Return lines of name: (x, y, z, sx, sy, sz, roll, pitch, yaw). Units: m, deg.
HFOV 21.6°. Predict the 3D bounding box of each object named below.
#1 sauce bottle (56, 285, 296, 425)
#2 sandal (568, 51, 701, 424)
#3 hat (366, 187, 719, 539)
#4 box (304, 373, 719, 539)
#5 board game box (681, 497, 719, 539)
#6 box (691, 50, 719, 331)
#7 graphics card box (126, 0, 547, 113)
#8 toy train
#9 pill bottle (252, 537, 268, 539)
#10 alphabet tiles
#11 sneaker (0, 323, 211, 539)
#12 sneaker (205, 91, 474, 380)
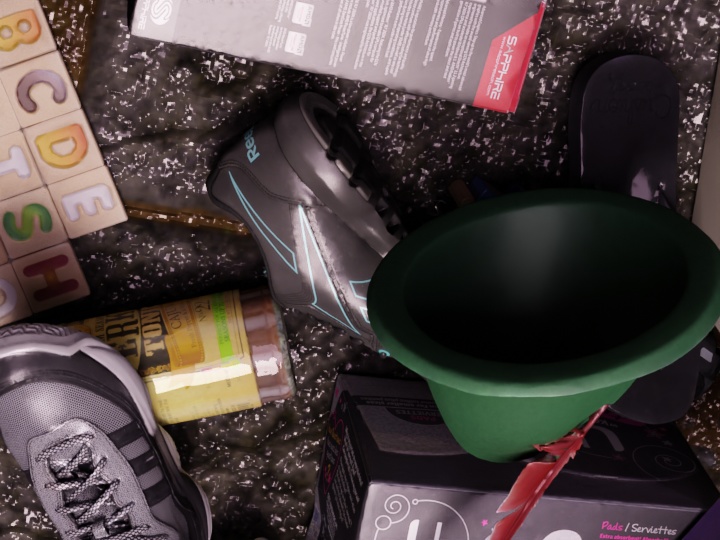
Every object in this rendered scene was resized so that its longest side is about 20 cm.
sauce bottle: (-0.135, 0.056, 0.995, 0.198, 0.065, 0.065, -12, 117, -4)
sandal: (0.141, -0.011, 0.986, 0.075, 0.043, 0.202, -13, 106, -15)
hat: (0.085, 0.080, 0.941, 0.199, 0.166, 0.177, -18, 125, -16)
box: (0.081, 0.138, 1.028, 0.198, 0.132, 0.116, 7, 112, -12)
board game box: (0.186, 0.201, 0.909, 0.057, 0.165, 0.200, 36, 100, -27)
box: (0.233, -0.069, 0.976, 0.094, 0.078, 0.202, -1, 116, -8)
graphics card box: (-0.006, -0.158, 0.915, 0.198, 0.051, 0.126, 9, 115, -13)
toy train: (0.122, 0.007, 1.023, 0.199, 0.034, 0.046, 32, 104, -21)
pill bottle: (-0.123, 0.230, 1.056, 0.199, 0.111, 0.111, -28, 117, 7)
alphabet tiles: (-0.219, -0.056, 0.960, 0.166, 0.008, 0.201, -19, 117, 1)
sneaker: (-0.127, 0.120, 0.933, 0.075, 0.114, 0.201, -21, 132, 10)
sneaker: (0.000, 0.000, 0.991, 0.079, 0.076, 0.200, -31, 108, 19)
